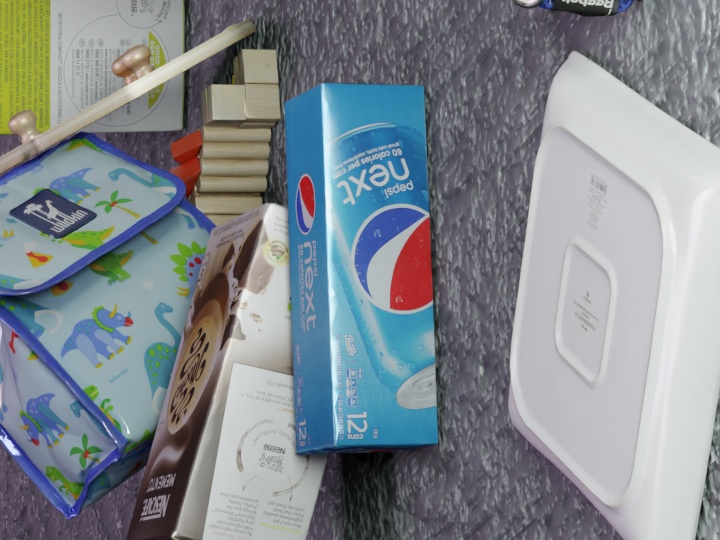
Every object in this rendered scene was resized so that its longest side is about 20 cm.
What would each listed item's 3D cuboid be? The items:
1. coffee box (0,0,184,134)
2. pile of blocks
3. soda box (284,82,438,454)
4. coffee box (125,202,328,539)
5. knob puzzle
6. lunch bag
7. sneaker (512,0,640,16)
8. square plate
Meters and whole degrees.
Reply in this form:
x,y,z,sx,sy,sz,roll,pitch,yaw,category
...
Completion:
x,y,z,sx,sy,sz,roll,pitch,yaw,category
-0.243,-0.203,2.117,0.200,0.197,0.201,-161,70,-68,coffee box
-0.100,-0.055,1.918,0.082,0.062,0.201,-126,40,-58,pile of blocks
0.000,0.000,1.634,0.068,0.064,0.201,162,106,-69,soda box
-0.063,0.073,1.705,0.113,0.079,0.201,159,128,-69,coffee box
-0.150,-0.125,1.899,0.031,0.219,0.220,61,160,-5,knob puzzle
-0.171,0.020,1.840,0.200,0.170,0.128,48,140,9,lunch bag
0.110,-0.177,1.319,0.199,0.080,0.116,152,112,-76,sneaker
0.114,0.018,1.366,0.200,0.028,0.199,-135,47,-63,square plate
